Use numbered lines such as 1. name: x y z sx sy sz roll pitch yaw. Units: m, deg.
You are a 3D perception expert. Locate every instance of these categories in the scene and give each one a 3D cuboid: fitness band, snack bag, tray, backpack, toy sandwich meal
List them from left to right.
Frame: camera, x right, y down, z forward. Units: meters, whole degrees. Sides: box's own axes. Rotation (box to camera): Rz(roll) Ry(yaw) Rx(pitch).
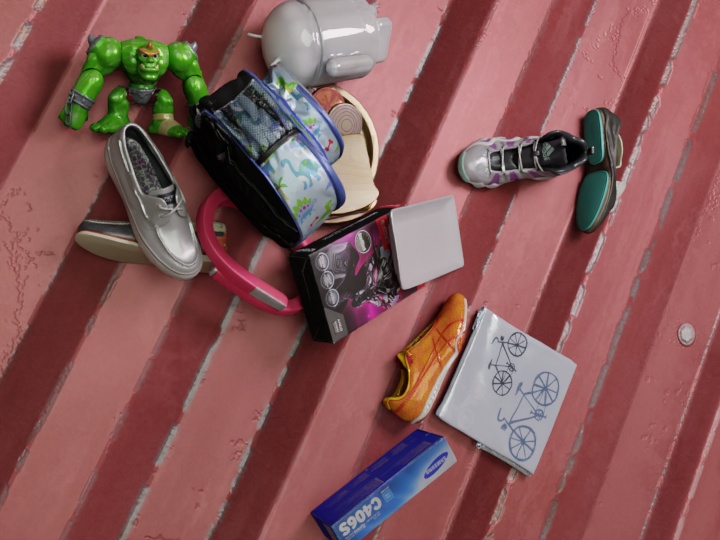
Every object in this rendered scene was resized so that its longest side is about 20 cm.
1. fitness band: -0.134 -0.025 1.192 0.199 0.037 0.146 36 42 -25
2. backpack: -0.103 -0.142 1.116 0.146 0.183 0.201 -40 94 -14
3. toy sandwich meal: -0.051 -0.166 1.248 0.200 0.070 0.211 1 87 -21
4. tray: 0.090 -0.043 1.270 0.199 0.022 0.110 -18 102 -58
5. snack bag: 0.219 0.184 1.359 0.198 0.021 0.192 30 77 -17

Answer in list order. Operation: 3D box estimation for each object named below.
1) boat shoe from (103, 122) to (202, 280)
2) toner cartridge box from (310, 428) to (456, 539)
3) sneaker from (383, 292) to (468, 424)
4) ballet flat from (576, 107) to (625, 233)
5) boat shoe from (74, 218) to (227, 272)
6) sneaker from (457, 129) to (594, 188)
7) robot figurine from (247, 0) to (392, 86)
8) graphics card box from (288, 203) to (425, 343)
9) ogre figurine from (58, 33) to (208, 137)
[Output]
1. boat shoe: -0.248 -0.087 1.107 0.071 0.068 0.204 -20 85 -34
2. toner cartridge box: 0.032 0.299 1.243 0.198 0.095 0.044 -34 100 -18
3. sneaker: 0.097 0.117 1.291 0.076 0.073 0.203 29 75 -6
4. ballet flat: 0.387 -0.155 1.417 0.067 0.068 0.205 9 84 -28
5. boat shoe: -0.267 -0.044 1.162 0.196 0.071 0.064 9 72 -23
6. sneaker: 0.251 -0.172 1.325 0.196 0.139 0.080 -11 91 -21
7. robot figurine: -0.053 -0.313 1.224 0.197 0.170 0.115 -17 133 -31
8. graphics card box: 0.000 0.000 1.227 0.198 0.050 0.128 -28 110 -39
9. ogre figurine: -0.283 -0.238 1.157 0.195 0.098 0.123 3 104 -5
